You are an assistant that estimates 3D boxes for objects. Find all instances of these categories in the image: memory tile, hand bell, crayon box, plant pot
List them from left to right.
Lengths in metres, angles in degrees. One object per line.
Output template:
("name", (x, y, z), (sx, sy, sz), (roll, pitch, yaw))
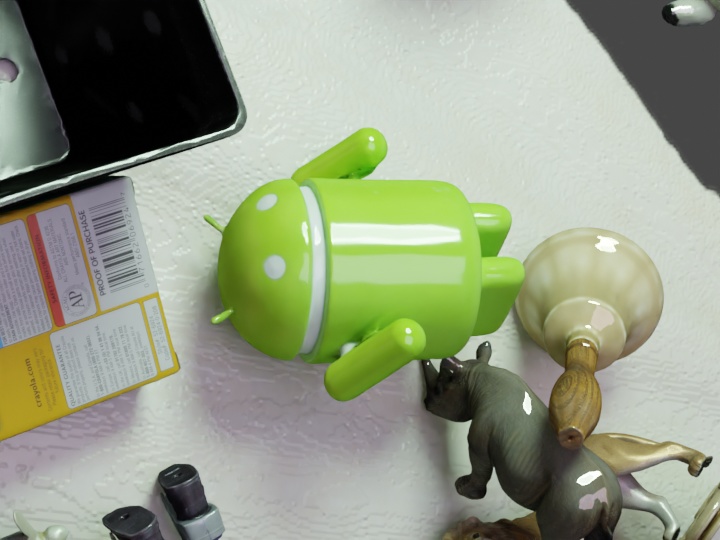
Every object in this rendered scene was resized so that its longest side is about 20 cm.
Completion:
("plant pot", (-0.212, -0.124, 0.926), (0.199, 0.177, 0.201), (-21, 89, -29))
("crayon box", (-0.216, 0.031, 0.973), (0.199, 0.051, 0.126), (-21, 105, -31))
("hand bell", (0.141, 0.057, 1.068), (0.104, 0.200, 0.105), (4, 114, 10))
("memory tile", (0.214, 0.205, 1.137), (0.017, 0.153, 0.200), (35, 70, 13))

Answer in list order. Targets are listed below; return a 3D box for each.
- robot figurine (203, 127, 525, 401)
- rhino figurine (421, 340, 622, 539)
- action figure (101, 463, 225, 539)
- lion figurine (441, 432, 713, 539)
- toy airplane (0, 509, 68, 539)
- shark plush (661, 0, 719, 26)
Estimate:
("robot figurine", (0.000, 0.000, 1.054), (0.199, 0.116, 0.176), (0, 57, -15))
("rhino figurine", (0.098, 0.113, 1.078), (0.060, 0.200, 0.088), (-11, 133, -33))
("action figure", (-0.086, 0.224, 1.034), (0.130, 0.069, 0.201), (-31, 103, -31))
("lion figurine", (0.148, 0.168, 1.143), (0.200, 0.122, 0.073), (-42, 146, -37))
("toy airplane", (-0.177, 0.242, 0.944), (0.141, 0.198, 0.201), (10, 85, -62))
("shark plush", (0.313, -0.228, 1.253), (0.199, 0.091, 0.084), (10, 52, -20))
